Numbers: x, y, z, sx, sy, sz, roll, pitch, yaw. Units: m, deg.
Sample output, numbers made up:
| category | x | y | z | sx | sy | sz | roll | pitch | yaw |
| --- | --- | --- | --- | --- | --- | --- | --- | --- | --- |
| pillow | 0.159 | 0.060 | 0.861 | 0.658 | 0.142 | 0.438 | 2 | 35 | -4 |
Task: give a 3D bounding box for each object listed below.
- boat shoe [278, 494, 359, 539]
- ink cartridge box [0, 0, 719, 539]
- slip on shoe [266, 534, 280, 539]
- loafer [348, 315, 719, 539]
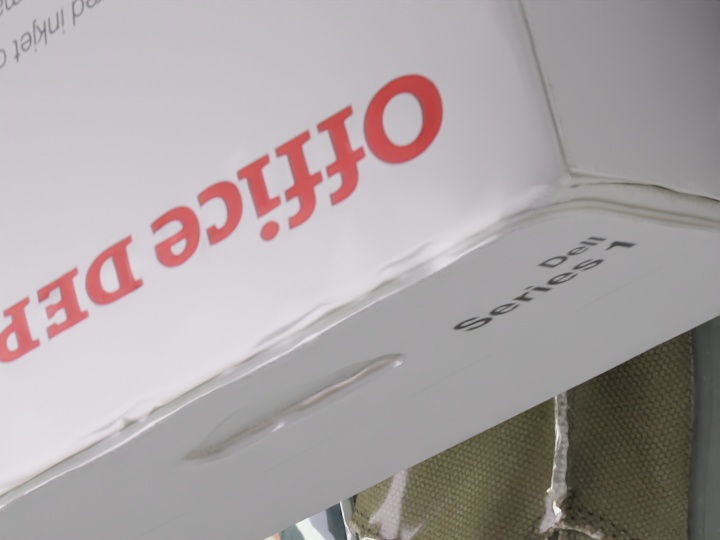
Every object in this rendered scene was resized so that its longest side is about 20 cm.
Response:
| category | x | y | z | sx | sy | sz | roll | pitch | yaw |
| --- | --- | --- | --- | --- | --- | --- | --- | --- | --- |
| boat shoe | 0.014 | 0.048 | 0.598 | 0.073 | 0.061 | 0.201 | -6 | -92 | -64 |
| ink cartridge box | -0.023 | -0.067 | 0.464 | 0.146 | 0.084 | 0.201 | -28 | 67 | 34 |
| slip on shoe | 0.001 | 0.079 | 0.790 | 0.200 | 0.074 | 0.062 | -141 | 37 | -69 |
| loafer | 0.033 | 0.035 | 0.512 | 0.075 | 0.069 | 0.201 | -152 | 51 | -79 |
